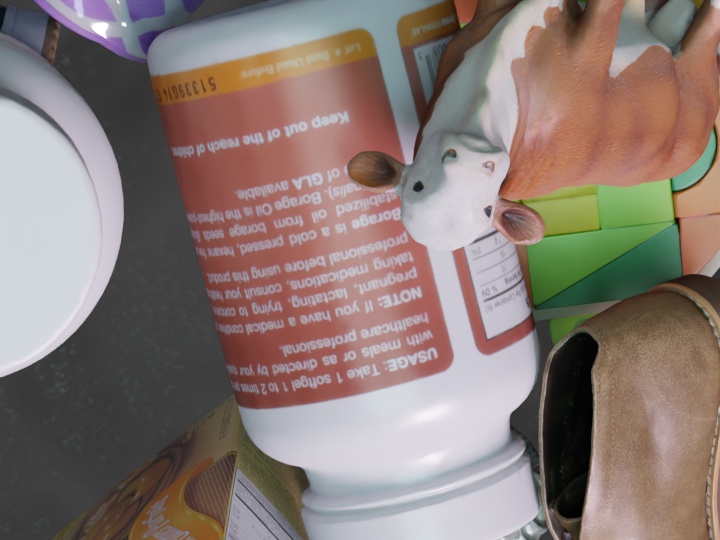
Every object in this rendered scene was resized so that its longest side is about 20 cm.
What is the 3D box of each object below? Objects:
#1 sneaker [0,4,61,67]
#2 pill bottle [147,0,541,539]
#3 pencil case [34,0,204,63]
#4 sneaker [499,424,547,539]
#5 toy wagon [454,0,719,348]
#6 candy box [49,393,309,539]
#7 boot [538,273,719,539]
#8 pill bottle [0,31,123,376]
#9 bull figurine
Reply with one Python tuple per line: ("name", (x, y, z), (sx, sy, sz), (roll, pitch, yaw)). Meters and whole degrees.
("sneaker", (-0.186, -0.011, 1.098), (0.108, 0.070, 0.200), (13, 98, -9))
("pill bottle", (0.000, 0.000, 1.044), (0.112, 0.112, 0.200), (-14, 97, 3))
("pencil case", (-0.051, -0.170, 1.052), (0.200, 0.084, 0.086), (-50, 62, 10))
("sneaker", (-0.012, 0.134, 1.140), (0.070, 0.100, 0.200), (47, 70, -13))
("toy wagon", (0.091, -0.039, 1.109), (0.155, 0.040, 0.200), (-7, 106, 2))
("candy box", (-0.074, 0.124, 1.071), (0.115, 0.200, 0.055), (-39, 102, 10))
("boot", (0.095, 0.103, 1.065), (0.075, 0.074, 0.200), (-16, 115, -37))
("pill bottle", (-0.137, -0.023, 0.967), (0.114, 0.200, 0.114), (-1, 97, -9))
("bull figurine", (0.072, -0.070, 0.992), (0.065, 0.200, 0.121), (28, 107, 23))
